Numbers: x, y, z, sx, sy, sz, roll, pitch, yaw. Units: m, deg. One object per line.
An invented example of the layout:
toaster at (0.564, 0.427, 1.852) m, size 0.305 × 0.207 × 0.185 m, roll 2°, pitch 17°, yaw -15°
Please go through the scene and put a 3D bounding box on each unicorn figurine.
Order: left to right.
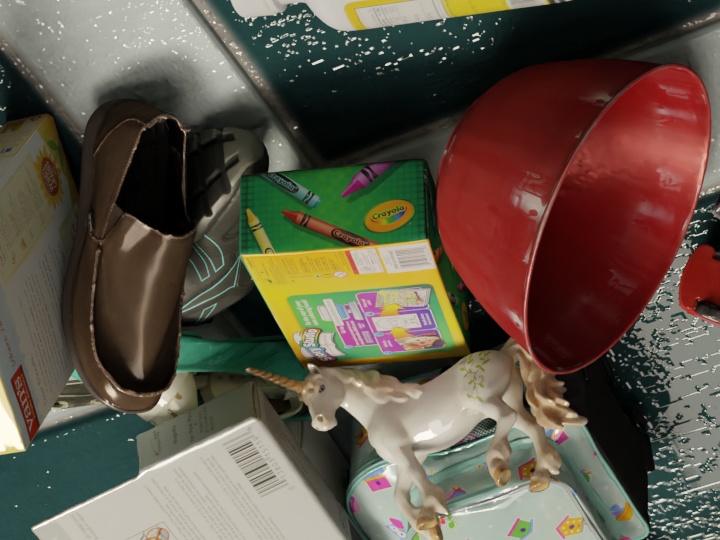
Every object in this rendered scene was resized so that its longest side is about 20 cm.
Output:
unicorn figurine at (0.043, 0.102, 1.495) m, size 0.199 × 0.138 × 0.074 m, roll -21°, pitch 153°, yaw 2°

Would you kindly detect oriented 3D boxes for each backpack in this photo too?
backpack at (0.089, 0.150, 1.590) m, size 0.199 × 0.154 × 0.176 m, roll -11°, pitch 139°, yaw 25°

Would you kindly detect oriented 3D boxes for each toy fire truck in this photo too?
toy fire truck at (0.315, 0.042, 1.504) m, size 0.199 × 0.049 × 0.141 m, roll 20°, pitch 177°, yaw 18°

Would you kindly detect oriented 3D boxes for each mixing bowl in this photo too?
mixing bowl at (0.117, -0.050, 1.381) m, size 0.108 × 0.200 × 0.201 m, roll 27°, pitch 144°, yaw 30°

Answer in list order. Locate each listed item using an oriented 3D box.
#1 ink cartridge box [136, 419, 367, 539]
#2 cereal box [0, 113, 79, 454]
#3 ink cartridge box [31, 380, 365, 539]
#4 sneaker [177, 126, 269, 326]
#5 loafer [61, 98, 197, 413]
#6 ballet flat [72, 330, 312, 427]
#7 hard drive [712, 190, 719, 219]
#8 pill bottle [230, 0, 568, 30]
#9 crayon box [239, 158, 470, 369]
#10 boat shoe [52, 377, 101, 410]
ink cartridge box at (-0.057, 0.212, 1.654) m, size 0.144 × 0.084 × 0.200 m, roll -26°, pitch 115°, yaw 12°
cereal box at (-0.215, 0.005, 1.410) m, size 0.039 × 0.200 × 0.145 m, roll -9°, pitch 113°, yaw 15°
ink cartridge box at (-0.101, 0.187, 1.548) m, size 0.173 × 0.044 × 0.200 m, roll -25°, pitch 126°, yaw 10°
sneaker at (-0.100, -0.026, 1.497) m, size 0.079 × 0.076 × 0.200 m, roll 11°, pitch 143°, yaw -26°
loafer at (-0.141, -0.011, 1.415) m, size 0.073 × 0.201 × 0.071 m, roll 0°, pitch 175°, yaw -33°
ballet flat at (-0.107, 0.078, 1.540) m, size 0.199 × 0.071 × 0.067 m, roll 2°, pitch 149°, yaw -32°
hard drive at (0.339, -0.042, 1.446) m, size 0.199 × 0.042 × 0.135 m, roll 25°, pitch 132°, yaw -20°
pill bottle at (0.024, -0.196, 1.273) m, size 0.199 × 0.112 × 0.112 m, roll -6°, pitch 134°, yaw 11°
crayon box at (0.000, 0.000, 1.462) m, size 0.118 × 0.059 × 0.200 m, roll -5°, pitch 156°, yaw 9°
boat shoe at (-0.231, 0.072, 1.595) m, size 0.199 × 0.071 × 0.064 m, roll -3°, pitch 134°, yaw 6°
